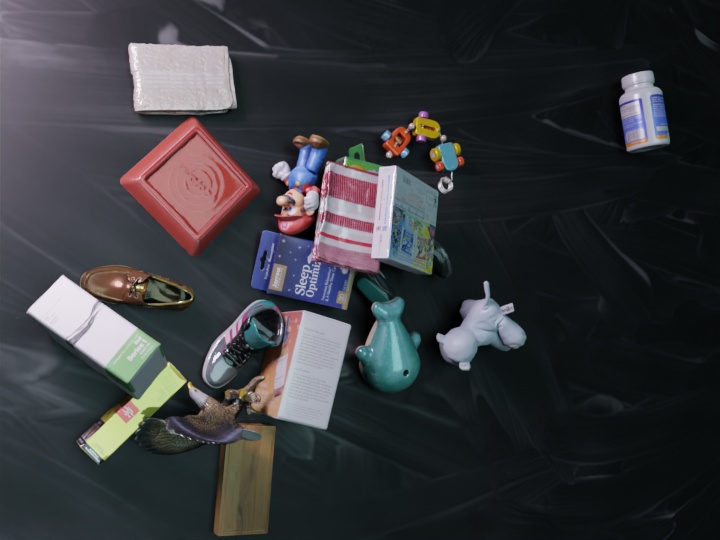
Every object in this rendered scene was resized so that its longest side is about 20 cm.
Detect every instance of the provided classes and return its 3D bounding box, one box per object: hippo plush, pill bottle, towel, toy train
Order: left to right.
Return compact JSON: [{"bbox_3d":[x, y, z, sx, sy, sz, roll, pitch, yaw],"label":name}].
[{"bbox_3d":[-0.340,-0.368,1.334,0.198,0.034,0.134,-6,87,-27],"label":"towel"},{"bbox_3d":[-0.015,-0.102,1.349,0.143,0.023,0.202,11,80,-26],"label":"towel"},{"bbox_3d":[0.138,-0.267,1.566,0.200,0.056,0.151,37,71,-16],"label":"toy train"},{"bbox_3d":[0.260,0.154,1.523,0.159,0.200,0.161,41,75,5],"label":"hippo plush"},{"bbox_3d":[0.764,-0.428,1.875,0.111,0.112,0.202,-8,89,-28],"label":"pill bottle"}]

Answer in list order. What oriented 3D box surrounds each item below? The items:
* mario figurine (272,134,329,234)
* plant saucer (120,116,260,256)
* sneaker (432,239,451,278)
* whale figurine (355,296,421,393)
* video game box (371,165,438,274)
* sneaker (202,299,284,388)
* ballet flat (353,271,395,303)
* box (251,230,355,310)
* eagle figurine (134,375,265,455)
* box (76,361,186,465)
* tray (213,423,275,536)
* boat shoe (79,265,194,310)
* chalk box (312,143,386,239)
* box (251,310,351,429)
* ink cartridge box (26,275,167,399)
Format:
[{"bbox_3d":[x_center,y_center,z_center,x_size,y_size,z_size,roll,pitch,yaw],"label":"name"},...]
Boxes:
[{"bbox_3d":[-0.127,-0.171,1.368,0.105,0.123,0.202,13,83,-8],"label":"mario figurine"},{"bbox_3d":[-0.316,-0.165,1.326,0.200,0.037,0.200,48,67,-16],"label":"plant saucer"},{"bbox_3d":[0.122,-0.054,1.533,0.082,0.073,0.200,-41,95,-16],"label":"sneaker"},{"bbox_3d":[0.067,0.160,1.435,0.158,0.104,0.202,-10,111,-28],"label":"whale figurine"},{"bbox_3d":[0.094,-0.096,1.408,0.200,0.046,0.184,18,73,-57],"label":"video game box"},{"bbox_3d":[-0.212,0.138,1.304,0.084,0.121,0.201,41,69,-18],"label":"sneaker"},{"bbox_3d":[0.000,0.000,1.466,0.200,0.073,0.073,43,68,-11],"label":"ballet flat"},{"bbox_3d":[-0.110,0.000,1.385,0.198,0.032,0.122,12,93,-12],"label":"box"},{"bbox_3d":[-0.274,0.267,1.222,0.200,0.150,0.153,-37,146,-47],"label":"eagle figurine"},{"bbox_3d":[-0.402,0.247,1.222,0.200,0.075,0.050,-44,105,-23],"label":"box"},{"bbox_3d":[-0.220,0.397,1.324,0.098,0.037,0.202,7,83,-27],"label":"tray"},{"bbox_3d":[-0.397,0.029,1.247,0.198,0.068,0.073,8,83,-26],"label":"boat shoe"},{"bbox_3d":[-0.010,-0.158,1.436,0.123,0.125,0.202,12,81,-26],"label":"chalk box"},{"bbox_3d":[-0.117,0.189,1.332,0.106,0.152,0.202,19,76,-25],"label":"box"},{"bbox_3d":[-0.429,0.114,1.145,0.199,0.146,0.085,35,67,3],"label":"ink cartridge box"}]
